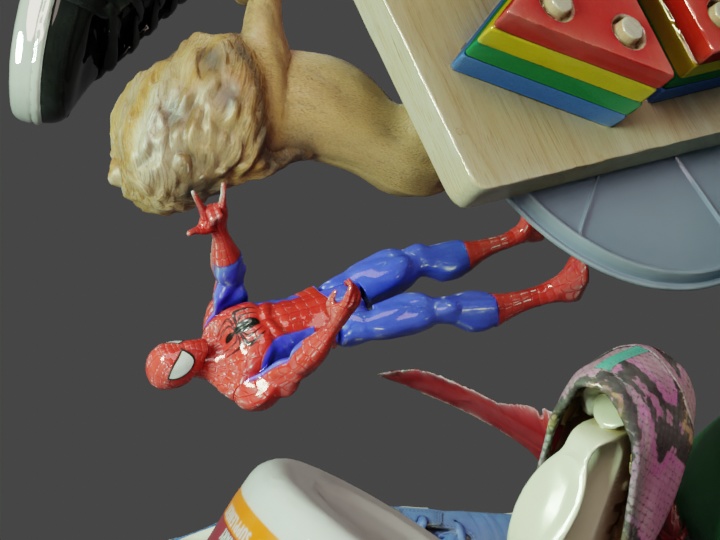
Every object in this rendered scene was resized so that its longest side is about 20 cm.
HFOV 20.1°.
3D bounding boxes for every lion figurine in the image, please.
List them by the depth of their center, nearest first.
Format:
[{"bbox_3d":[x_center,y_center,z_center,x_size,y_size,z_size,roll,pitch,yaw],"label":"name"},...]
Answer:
[{"bbox_3d":[-0.013,-0.072,0.930,0.199,0.072,0.123,10,69,-12],"label":"lion figurine"}]

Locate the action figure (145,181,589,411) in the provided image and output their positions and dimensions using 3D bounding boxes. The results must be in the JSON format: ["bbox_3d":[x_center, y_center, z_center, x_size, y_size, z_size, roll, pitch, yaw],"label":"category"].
[{"bbox_3d":[0.000,0.000,0.877,0.199,0.099,0.065,-20,55,-14],"label":"action figure"}]

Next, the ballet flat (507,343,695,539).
[{"bbox_3d":[0.074,0.123,0.769,0.069,0.201,0.071,24,17,39],"label":"ballet flat"}]

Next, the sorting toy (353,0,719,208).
[{"bbox_3d":[0.090,-0.147,0.903,0.198,0.070,0.200,-15,74,-37],"label":"sorting toy"}]

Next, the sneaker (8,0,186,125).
[{"bbox_3d":[-0.087,-0.145,0.965,0.112,0.073,0.200,14,58,4],"label":"sneaker"}]

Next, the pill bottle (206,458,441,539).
[{"bbox_3d":[-0.040,0.177,0.718,0.113,0.113,0.200,33,94,12],"label":"pill bottle"}]

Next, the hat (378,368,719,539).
[{"bbox_3d":[0.137,0.122,0.858,0.165,0.176,0.201,25,48,-43],"label":"hat"}]

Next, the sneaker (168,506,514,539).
[{"bbox_3d":[-0.003,0.130,0.810,0.199,0.077,0.076,-9,59,-14],"label":"sneaker"}]

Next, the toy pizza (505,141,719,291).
[{"bbox_3d":[0.116,-0.078,0.947,0.200,0.032,0.201,15,57,-25],"label":"toy pizza"}]
